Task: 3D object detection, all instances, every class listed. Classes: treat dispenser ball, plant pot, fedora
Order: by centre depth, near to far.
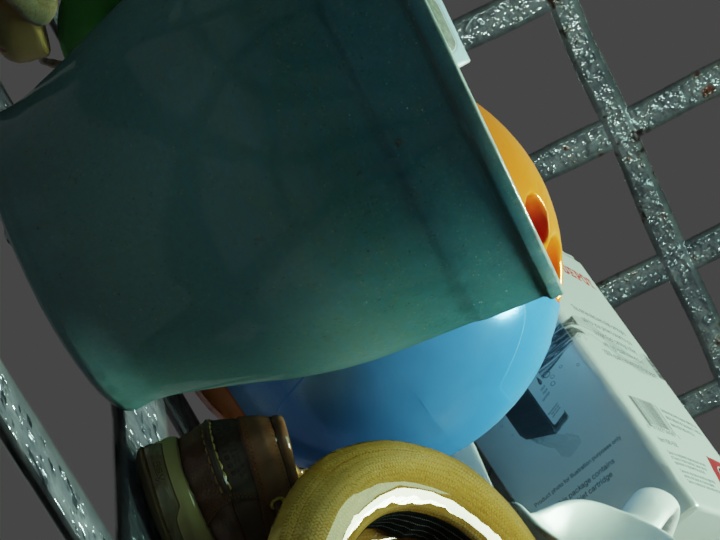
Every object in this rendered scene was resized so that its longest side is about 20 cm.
[{"bbox_3d":[0.011,0.168,0.860,0.200,0.082,0.202,27,53,-41],"label":"fedora"},{"bbox_3d":[-0.043,-0.041,0.884,0.201,0.187,0.200,64,4,-8],"label":"plant pot"},{"bbox_3d":[0.000,0.000,1.068,0.202,0.200,0.201,64,5,-9],"label":"treat dispenser ball"}]

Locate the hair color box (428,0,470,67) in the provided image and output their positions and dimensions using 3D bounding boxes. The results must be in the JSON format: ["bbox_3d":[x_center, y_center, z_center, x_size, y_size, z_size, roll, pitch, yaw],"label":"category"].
[{"bbox_3d":[-0.034,-0.103,1.283,0.200,0.099,0.061,-26,-90,58],"label":"hair color box"}]

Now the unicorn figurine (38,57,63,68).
[{"bbox_3d":[-0.091,-0.069,1.176,0.138,0.073,0.201,-88,159,-59],"label":"unicorn figurine"}]

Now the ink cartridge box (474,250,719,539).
[{"bbox_3d":[0.119,0.080,1.189,0.201,0.084,0.144,57,15,25],"label":"ink cartridge box"}]

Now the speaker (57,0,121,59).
[{"bbox_3d":[-0.065,-0.147,1.068,0.089,0.088,0.200,63,36,-14],"label":"speaker"}]

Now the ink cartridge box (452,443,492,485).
[{"bbox_3d":[0.052,0.199,1.118,0.068,0.116,0.201,48,18,-74],"label":"ink cartridge box"}]

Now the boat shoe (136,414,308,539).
[{"bbox_3d":[-0.027,0.125,0.929,0.200,0.067,0.072,59,7,-52],"label":"boat shoe"}]

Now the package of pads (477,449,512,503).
[{"bbox_3d":[0.080,0.186,1.337,0.200,0.068,0.156,44,63,-78],"label":"package of pads"}]

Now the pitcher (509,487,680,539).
[{"bbox_3d":[0.095,0.201,1.011,0.121,0.201,0.171,21,12,23],"label":"pitcher"}]

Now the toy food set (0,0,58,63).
[{"bbox_3d":[-0.187,-0.192,0.943,0.199,0.048,0.200,65,5,8],"label":"toy food set"}]
